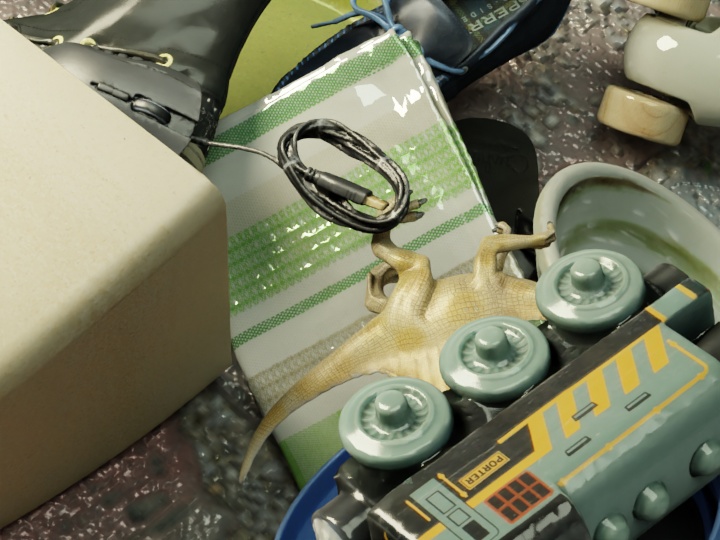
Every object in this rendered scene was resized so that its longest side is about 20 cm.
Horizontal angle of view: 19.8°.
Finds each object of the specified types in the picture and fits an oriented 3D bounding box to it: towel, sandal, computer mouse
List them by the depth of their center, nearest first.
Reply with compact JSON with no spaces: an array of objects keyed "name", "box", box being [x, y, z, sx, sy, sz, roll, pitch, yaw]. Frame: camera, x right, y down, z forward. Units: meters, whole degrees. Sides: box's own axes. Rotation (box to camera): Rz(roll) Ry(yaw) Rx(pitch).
[{"name":"computer mouse","box":[-0.070,-0.062,0.948,0.199,0.034,0.059,16,71,13]},{"name":"towel","box":[0.000,0.000,1.013,0.149,0.031,0.201,-27,76,9]},{"name":"sandal","box":[0.068,-0.006,1.071,0.075,0.045,0.201,5,56,-10]}]

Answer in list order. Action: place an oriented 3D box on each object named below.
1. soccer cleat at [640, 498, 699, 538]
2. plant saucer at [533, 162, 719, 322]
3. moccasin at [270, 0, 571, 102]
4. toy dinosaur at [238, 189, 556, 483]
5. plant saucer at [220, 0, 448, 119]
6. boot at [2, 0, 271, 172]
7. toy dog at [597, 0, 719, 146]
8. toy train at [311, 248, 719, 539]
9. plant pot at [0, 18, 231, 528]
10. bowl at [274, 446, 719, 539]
[{"name":"soccer cleat","box":[0.197,0.136,0.927,0.199,0.068,0.074,-2,66,-19]},{"name":"plant saucer","box":[0.152,0.038,1.031,0.200,0.050,0.201,30,36,-25]},{"name":"moccasin","box":[0.031,-0.129,1.091,0.200,0.068,0.080,-37,74,-26]},{"name":"toy dinosaur","box":[0.025,0.021,0.935,0.199,0.058,0.101,-18,47,8]},{"name":"plant saucer","box":[-0.052,-0.098,1.115,0.199,0.031,0.201,6,57,-9]},{"name":"boot","box":[-0.136,-0.131,1.048,0.203,0.074,0.154,20,73,26]},{"name":"toy dog","box":[0.225,-0.100,1.143,0.200,0.132,0.096,39,19,8]},{"name":"toy train","box":[0.079,0.071,0.828,0.199,0.086,0.114,-33,45,-22]},{"name":"plant pot","box":[-0.189,0.012,0.923,0.200,0.200,0.177,37,69,13]},{"name":"bowl","box":[0.061,0.118,0.874,0.199,0.040,0.201,-15,32,10]}]
